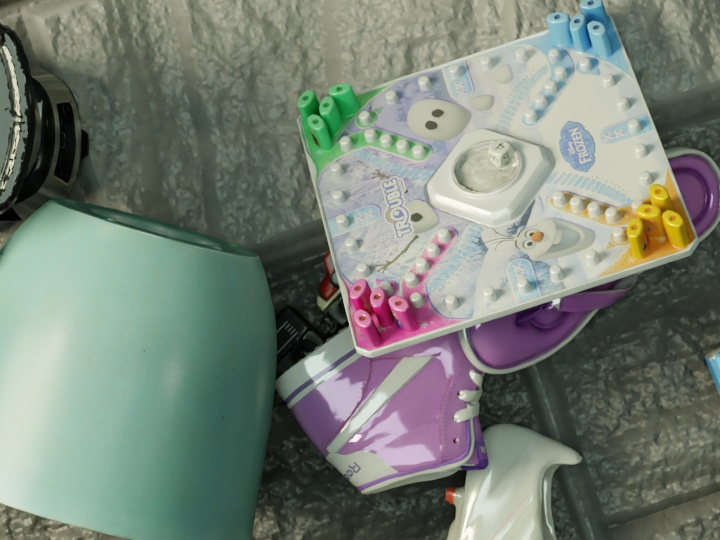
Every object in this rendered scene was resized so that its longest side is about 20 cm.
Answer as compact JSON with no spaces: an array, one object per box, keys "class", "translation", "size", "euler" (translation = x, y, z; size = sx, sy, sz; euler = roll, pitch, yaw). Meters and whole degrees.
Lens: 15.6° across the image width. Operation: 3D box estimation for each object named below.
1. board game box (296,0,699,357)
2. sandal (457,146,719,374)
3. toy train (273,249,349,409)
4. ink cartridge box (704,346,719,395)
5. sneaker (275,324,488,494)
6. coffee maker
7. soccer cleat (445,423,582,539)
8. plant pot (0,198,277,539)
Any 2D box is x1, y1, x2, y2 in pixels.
[{"class":"board game box","translation":[0.072,-0.059,1.509],"size":[0.199,0.026,0.200],"euler":[-18,48,3]},{"class":"sandal","translation":[0.136,-0.014,1.513],"size":[0.202,0.050,0.083],"euler":[-36,106,-24]},{"class":"toy train","translation":[0.000,0.000,1.573],"size":[0.046,0.034,0.200],"euler":[44,93,15]},{"class":"ink cartridge box","translation":[0.304,0.114,1.526],"size":[0.144,0.084,0.201],"euler":[-22,87,4]},{"class":"sneaker","translation":[0.060,0.053,1.537],"size":[0.200,0.073,0.114],"euler":[-37,82,-8]},{"class":"coffee maker","translation":[-0.263,-0.089,1.505],"size":[0.191,0.200,0.135],"euler":[25,89,2]},{"class":"soccer cleat","translation":[0.079,0.191,1.547],"size":[0.077,0.069,0.201],"euler":[11,87,10]},{"class":"plant pot","translation":[-0.138,0.051,1.492],"size":[0.200,0.201,0.162],"euler":[15,93,3]}]
